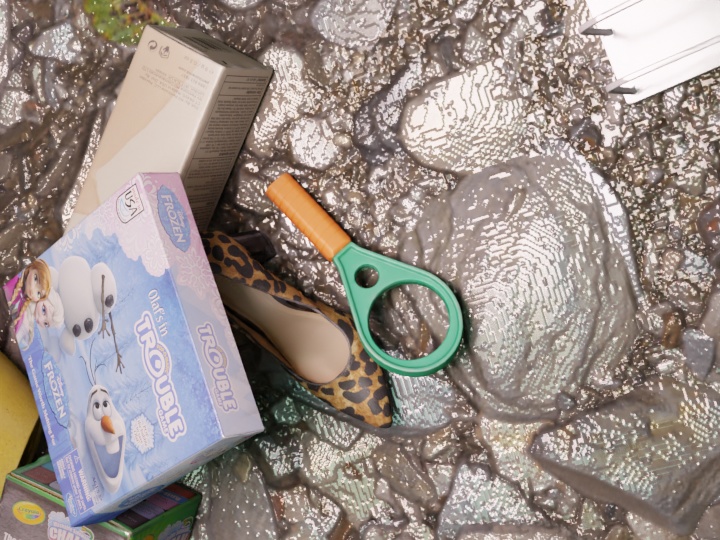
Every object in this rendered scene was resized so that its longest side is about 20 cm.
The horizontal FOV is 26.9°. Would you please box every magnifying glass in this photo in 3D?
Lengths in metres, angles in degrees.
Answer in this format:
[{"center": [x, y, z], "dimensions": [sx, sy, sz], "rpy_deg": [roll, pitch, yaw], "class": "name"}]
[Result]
[{"center": [0.000, 0.000, 1.168], "dimensions": [0.080, 0.022, 0.200], "rpy_deg": [-42, 72, -8], "class": "magnifying glass"}]

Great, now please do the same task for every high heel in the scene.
[{"center": [-0.059, 0.053, 1.141], "dimensions": [0.071, 0.142, 0.200], "rpy_deg": [-43, 81, 18], "class": "high heel"}]

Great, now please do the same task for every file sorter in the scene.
[{"center": [0.199, -0.231, 1.022], "dimensions": [0.138, 0.124, 0.201], "rpy_deg": [-22, 88, 22], "class": "file sorter"}]

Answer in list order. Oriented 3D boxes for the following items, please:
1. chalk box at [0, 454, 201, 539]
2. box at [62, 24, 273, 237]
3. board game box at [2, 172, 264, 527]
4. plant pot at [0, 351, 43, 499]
[{"center": [-0.221, 0.223, 1.235], "dimensions": [0.124, 0.124, 0.201], "rpy_deg": [23, 103, 18], "class": "chalk box"}, {"center": [-0.155, -0.085, 1.190], "dimensions": [0.078, 0.095, 0.201], "rpy_deg": [29, 104, 16], "class": "box"}, {"center": [-0.174, 0.061, 1.105], "dimensions": [0.199, 0.043, 0.201], "rpy_deg": [-33, 70, 39], "class": "board game box"}, {"center": [-0.344, 0.135, 1.250], "dimensions": [0.141, 0.200, 0.201], "rpy_deg": [20, 104, -3], "class": "plant pot"}]
